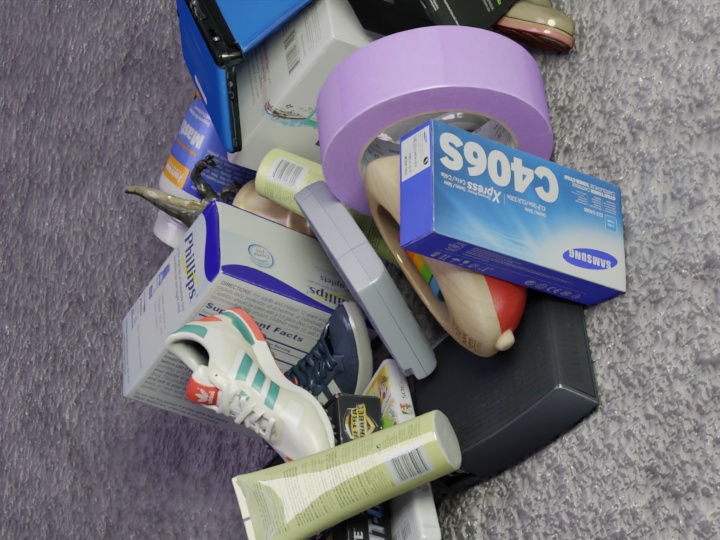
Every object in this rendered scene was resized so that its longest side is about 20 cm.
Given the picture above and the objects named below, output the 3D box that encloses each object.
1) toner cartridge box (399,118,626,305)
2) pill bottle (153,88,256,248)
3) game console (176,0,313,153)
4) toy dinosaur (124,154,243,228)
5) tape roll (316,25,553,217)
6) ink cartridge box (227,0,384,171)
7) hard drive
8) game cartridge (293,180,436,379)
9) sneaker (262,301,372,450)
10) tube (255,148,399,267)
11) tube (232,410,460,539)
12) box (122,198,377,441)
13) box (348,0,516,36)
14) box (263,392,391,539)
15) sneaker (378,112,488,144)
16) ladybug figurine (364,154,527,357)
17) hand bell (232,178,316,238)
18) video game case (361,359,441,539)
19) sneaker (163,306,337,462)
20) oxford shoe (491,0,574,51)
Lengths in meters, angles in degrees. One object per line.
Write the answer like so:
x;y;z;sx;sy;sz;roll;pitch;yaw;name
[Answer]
0.121;-0.043;1.267;0.043;0.199;0.096;-26;57;49;toner cartridge box
-0.159;-0.119;1.815;0.112;0.111;0.201;45;114;54;pill bottle
-0.108;-0.244;1.600;0.200;0.117;0.172;-117;19;-48;game console
-0.163;-0.069;1.745;0.199;0.047;0.089;32;113;11;toy dinosaur
0.063;-0.121;1.389;0.200;0.199;0.066;-39;47;43;tape roll
-0.032;-0.202;1.619;0.200;0.145;0.148;-44;43;40;ink cartridge box
0.115;0.094;1.368;0.200;0.042;0.136;-38;47;44;hard drive
0.000;0.000;1.444;0.040;0.134;0.200;-35;33;0;game cartridge
-0.047;0.108;1.519;0.201;0.084;0.075;107;152;-43;sneaker
-0.008;-0.059;1.553;0.199;0.058;0.052;24;57;25;tube
-0.014;0.175;1.353;0.199;0.052;0.058;-25;30;17;tube
-0.112;0.055;1.599;0.200;0.183;0.105;-49;34;34;box
0.082;-0.308;1.418;0.200;0.125;0.148;-45;38;-14;box
-0.031;0.240;1.467;0.199;0.049;0.202;133;137;-55;box
0.049;-0.132;1.549;0.199;0.075;0.083;-14;58;42;sneaker
0.075;-0.018;1.330;0.201;0.072;0.136;57;169;23;ladybug figurine
-0.030;-0.047;1.635;0.199;0.104;0.105;-1;76;44;hand bell
0.011;0.211;1.461;0.200;0.023;0.183;120;147;-46;video game case
-0.104;0.117;1.437;0.200;0.093;0.071;52;135;31;sneaker
0.137;-0.251;1.454;0.075;0.070;0.200;-62;35;9;oxford shoe
